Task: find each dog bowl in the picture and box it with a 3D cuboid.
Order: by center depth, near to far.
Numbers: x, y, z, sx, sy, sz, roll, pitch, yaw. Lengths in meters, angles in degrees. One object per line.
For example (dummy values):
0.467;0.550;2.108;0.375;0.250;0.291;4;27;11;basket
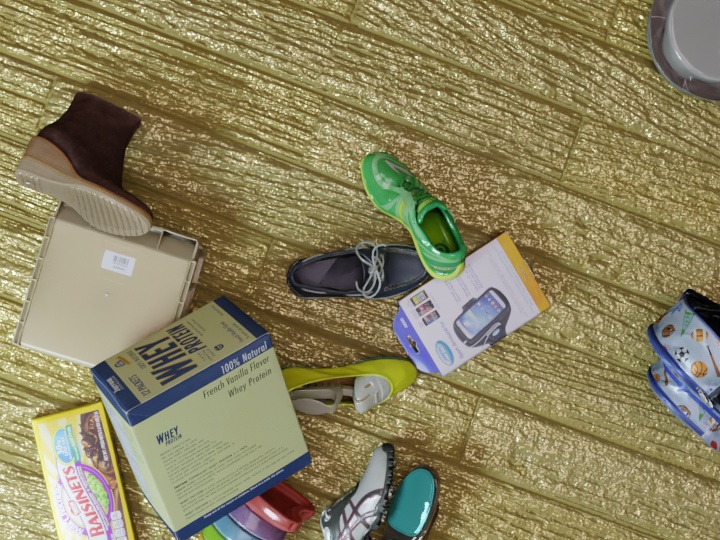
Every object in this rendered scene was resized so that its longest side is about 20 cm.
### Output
0.477;-0.324;1.612;0.196;0.059;0.204;0;91;-2;dog bowl

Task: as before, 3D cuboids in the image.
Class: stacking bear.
-0.164;0.369;1.563;0.113;0.121;0.202;34;97;9;stacking bear

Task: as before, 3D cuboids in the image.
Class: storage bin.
-0.322;0.030;1.556;0.197;0.094;0.202;17;89;-3;storage bin

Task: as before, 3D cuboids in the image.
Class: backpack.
0.458;0.125;1.563;0.154;0.200;0.191;-40;89;11;backpack

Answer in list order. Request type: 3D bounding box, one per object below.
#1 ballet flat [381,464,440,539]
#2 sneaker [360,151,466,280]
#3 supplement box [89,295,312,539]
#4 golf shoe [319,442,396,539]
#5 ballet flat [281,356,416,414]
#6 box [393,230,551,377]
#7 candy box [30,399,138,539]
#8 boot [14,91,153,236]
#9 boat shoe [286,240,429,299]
0.067;0.352;1.591;0.067;0.072;0.203;20;94;34;ballet flat
0.078;-0.083;1.567;0.074;0.084;0.201;-33;78;-25;sneaker
-0.195;0.180;1.481;0.198;0.134;0.202;-29;121;-21;supplement box
-0.008;0.319;1.585;0.087;0.077;0.203;18;89;4;golf shoe
-0.021;0.159;1.581;0.196;0.067;0.068;-3;125;-1;ballet flat
0.142;0.050;1.608;0.198;0.041;0.120;-32;92;0;box
-0.365;0.282;1.589;0.100;0.026;0.203;-13;91;0;candy box
-0.319;-0.142;1.522;0.198;0.073;0.167;24;53;8;boot
0.000;0.000;1.587;0.196;0.062;0.076;-1;85;-4;boat shoe
